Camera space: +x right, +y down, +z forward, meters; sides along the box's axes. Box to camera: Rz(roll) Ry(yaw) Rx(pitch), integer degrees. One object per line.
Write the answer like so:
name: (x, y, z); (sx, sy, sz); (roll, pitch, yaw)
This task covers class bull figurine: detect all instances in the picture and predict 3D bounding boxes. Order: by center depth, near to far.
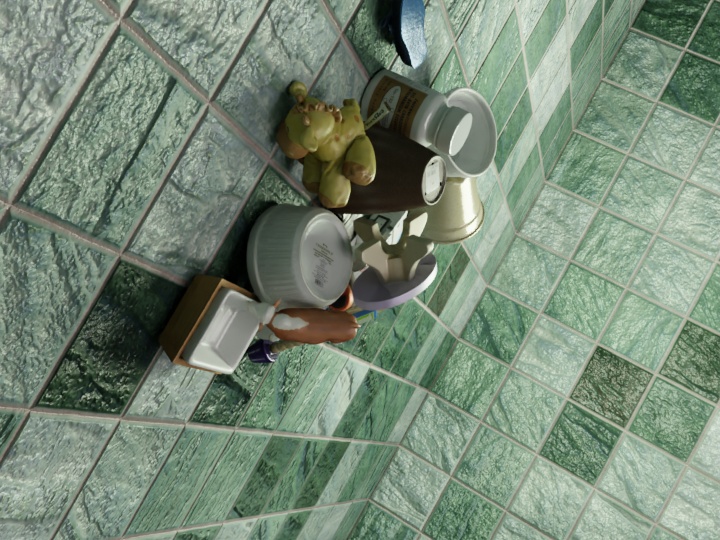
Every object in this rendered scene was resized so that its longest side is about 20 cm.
bull figurine: (-0.102, 0.095, 1.526); (0.121, 0.199, 0.065); (142, -44, -73)

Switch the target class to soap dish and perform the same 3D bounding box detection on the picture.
soap dish: (-0.252, 0.093, 1.504); (0.158, 0.081, 0.200); (-60, 162, -3)

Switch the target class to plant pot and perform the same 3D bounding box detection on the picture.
plant pot: (0.054, -0.184, 1.651); (0.187, 0.199, 0.188); (-25, 121, -51)
plant pot: (0.207, -0.198, 2.137); (0.201, 0.200, 0.184); (-51, 154, -28)

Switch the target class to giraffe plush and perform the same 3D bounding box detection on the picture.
giraffe plush: (-0.067, -0.223, 1.469); (0.162, 0.173, 0.200); (14, 116, -49)

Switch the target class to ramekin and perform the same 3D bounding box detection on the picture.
ramekin: (-0.100, -0.022, 1.571); (0.200, 0.105, 0.201); (3, 87, -56)
ramekin: (0.206, -0.305, 1.974); (0.200, 0.105, 0.201); (3, 86, -45)

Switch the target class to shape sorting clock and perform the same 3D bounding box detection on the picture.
shape sorting clock: (-0.032, 0.097, 1.830); (0.199, 0.039, 0.200); (-22, 171, -4)

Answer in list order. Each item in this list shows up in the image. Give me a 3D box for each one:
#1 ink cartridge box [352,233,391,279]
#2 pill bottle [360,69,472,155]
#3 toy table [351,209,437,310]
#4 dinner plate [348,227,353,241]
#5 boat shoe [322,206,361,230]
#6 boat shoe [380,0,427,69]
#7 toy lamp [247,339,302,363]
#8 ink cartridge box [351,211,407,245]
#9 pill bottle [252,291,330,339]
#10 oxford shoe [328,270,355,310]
ink cartridge box: (0.000, 0.000, 1.816); (0.116, 0.067, 0.200); (-50, -162, -29)
pill bottle: (0.110, -0.304, 1.708); (0.114, 0.200, 0.115); (-51, 158, -29)
toy table: (0.062, -0.024, 1.644); (0.200, 0.183, 0.118); (-44, 136, -45)
dinner plate: (-0.063, -0.027, 1.925); (0.200, 0.024, 0.200); (-51, 158, -30)
boat shoe: (-0.047, -0.119, 1.773); (0.200, 0.072, 0.066); (-52, 164, -6)
boat shoe: (0.074, -0.449, 1.624); (0.084, 0.069, 0.200); (-45, 156, -19)
toy lamp: (-0.135, 0.143, 1.750); (0.058, 0.199, 0.058); (51, 29, -43)
ink cartridge box: (0.033, -0.057, 2.022); (0.200, 0.068, 0.116); (-53, 161, -47)
pill bottle: (-0.136, 0.058, 1.709); (0.200, 0.113, 0.114); (-31, 144, -58)
oxford shoe: (-0.062, -0.014, 1.711); (0.071, 0.201, 0.072); (-29, 169, 29)
